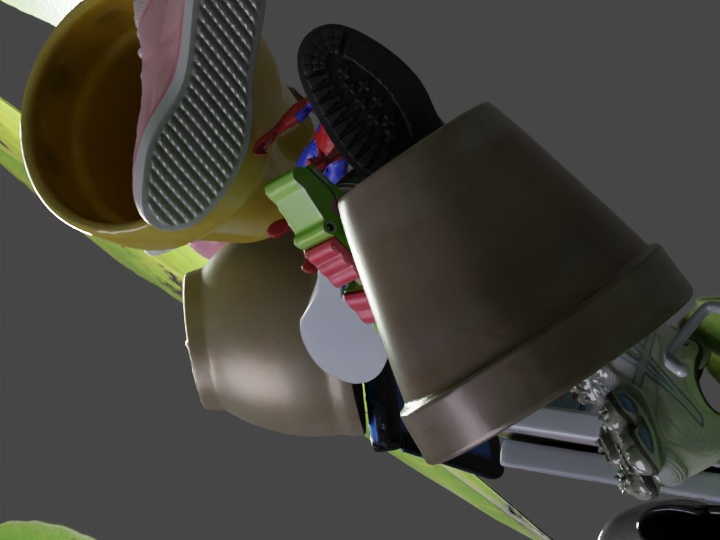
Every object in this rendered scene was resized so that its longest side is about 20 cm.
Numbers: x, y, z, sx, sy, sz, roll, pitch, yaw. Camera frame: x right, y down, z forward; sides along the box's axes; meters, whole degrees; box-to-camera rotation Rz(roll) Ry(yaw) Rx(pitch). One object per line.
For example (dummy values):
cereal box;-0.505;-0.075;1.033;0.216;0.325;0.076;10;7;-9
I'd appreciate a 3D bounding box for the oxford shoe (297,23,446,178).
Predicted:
oxford shoe;0.026;-0.087;1.382;0.200;0.073;0.084;47;180;-17

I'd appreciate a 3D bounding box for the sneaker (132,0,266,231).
sneaker;-0.123;-0.134;1.437;0.075;0.201;0.105;7;-165;-28

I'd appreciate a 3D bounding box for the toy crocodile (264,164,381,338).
toy crocodile;0.012;0.006;1.371;0.067;0.062;0.200;-19;122;47

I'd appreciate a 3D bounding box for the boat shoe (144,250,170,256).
boat shoe;-0.114;-0.070;1.723;0.200;0.074;0.067;-17;130;25

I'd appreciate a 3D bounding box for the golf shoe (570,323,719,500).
golf shoe;0.191;0.061;1.413;0.078;0.097;0.200;84;164;-59

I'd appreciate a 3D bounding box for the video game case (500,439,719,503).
video game case;0.208;0.159;1.586;0.199;0.022;0.182;9;175;5

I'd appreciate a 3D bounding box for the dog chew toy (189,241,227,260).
dog chew toy;-0.140;-0.102;1.813;0.200;0.125;0.125;49;170;-2

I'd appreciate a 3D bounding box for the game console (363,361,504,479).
game console;0.057;0.067;1.820;0.200;0.118;0.171;-98;1;-52

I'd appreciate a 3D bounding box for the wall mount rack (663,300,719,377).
wall mount rack;0.278;0.093;1.223;0.200;0.075;0.174;46;169;-35

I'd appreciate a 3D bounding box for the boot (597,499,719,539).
boot;0.253;0.208;1.624;0.200;0.070;0.132;-9;163;36

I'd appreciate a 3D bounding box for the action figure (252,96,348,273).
action figure;-0.041;-0.069;1.467;0.065;0.099;0.200;43;140;19

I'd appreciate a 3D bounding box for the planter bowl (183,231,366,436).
planter bowl;-0.076;0.050;1.725;0.200;0.134;0.201;-9;-90;-88

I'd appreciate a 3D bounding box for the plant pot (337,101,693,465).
plant pot;0.078;-0.002;1.282;0.174;0.200;0.200;55;170;1

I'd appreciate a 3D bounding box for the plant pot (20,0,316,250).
plant pot;-0.128;-0.104;1.576;0.201;0.201;0.189;34;-175;31

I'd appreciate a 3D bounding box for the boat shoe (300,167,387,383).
boat shoe;0.000;0.000;1.478;0.072;0.068;0.200;18;139;16

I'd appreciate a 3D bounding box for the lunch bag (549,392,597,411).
lunch bag;0.108;0.059;1.702;0.161;0.082;0.200;37;169;36

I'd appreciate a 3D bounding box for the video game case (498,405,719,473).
video game case;0.177;0.123;1.531;0.200;0.023;0.182;6;172;27
